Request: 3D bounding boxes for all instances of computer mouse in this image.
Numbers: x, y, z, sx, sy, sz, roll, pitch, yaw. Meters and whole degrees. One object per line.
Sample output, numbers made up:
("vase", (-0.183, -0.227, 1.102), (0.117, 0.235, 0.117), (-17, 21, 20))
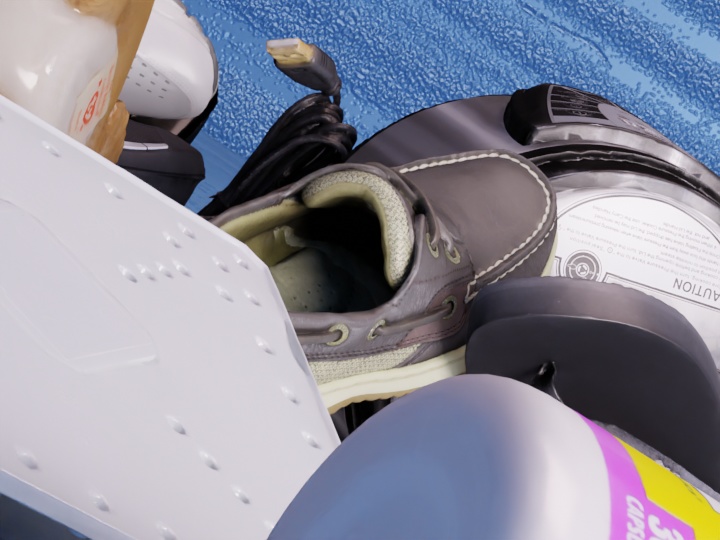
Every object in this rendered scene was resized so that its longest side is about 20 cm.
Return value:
("computer mouse", (-0.075, -0.040, 1.072), (0.046, 0.140, 0.200), (55, 12, 28))

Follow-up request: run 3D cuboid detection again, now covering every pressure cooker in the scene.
("pressure cooker", (0.071, 0.031, 1.060), (0.200, 0.176, 0.179), (-133, -161, -72))

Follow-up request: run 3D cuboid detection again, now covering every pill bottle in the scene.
("pill bottle", (0.074, 0.108, 0.534), (0.200, 0.104, 0.104), (32, 4, -23))

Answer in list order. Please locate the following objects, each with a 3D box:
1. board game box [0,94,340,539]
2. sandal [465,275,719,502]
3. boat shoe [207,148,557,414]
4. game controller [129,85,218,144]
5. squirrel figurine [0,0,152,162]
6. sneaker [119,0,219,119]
("board game box", (-0.085, 0.011, 0.692), (0.200, 0.026, 0.200), (32, 19, -30))
("sandal", (0.089, 0.074, 0.928), (0.200, 0.076, 0.043), (62, 26, -43))
("boat shoe", (-0.001, 0.000, 0.893), (0.201, 0.066, 0.072), (-25, 59, -40))
("game controller", (-0.161, -0.088, 1.168), (0.200, 0.042, 0.104), (24, 33, 15))
("squirrel figurine", (-0.168, -0.082, 0.896), (0.186, 0.142, 0.200), (23, -12, 7))
("sneaker", (-0.155, -0.084, 1.096), (0.199, 0.087, 0.075), (12, -35, -5))
